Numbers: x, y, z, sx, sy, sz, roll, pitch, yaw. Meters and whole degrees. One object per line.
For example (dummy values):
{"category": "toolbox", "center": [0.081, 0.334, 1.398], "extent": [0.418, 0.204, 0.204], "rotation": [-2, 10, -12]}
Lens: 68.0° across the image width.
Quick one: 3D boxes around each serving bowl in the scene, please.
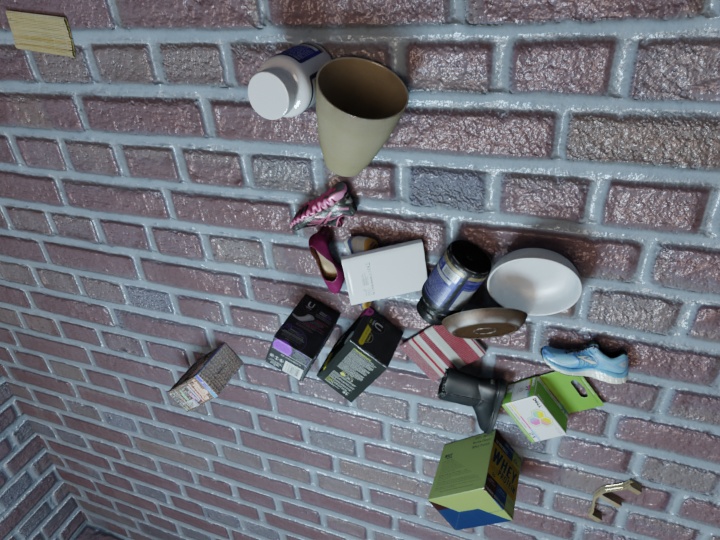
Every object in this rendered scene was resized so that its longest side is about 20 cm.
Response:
{"category": "serving bowl", "center": [0.383, 0.015, 1.180], "extent": [0.198, 0.066, 0.201], "rotation": [11, 143, 8]}

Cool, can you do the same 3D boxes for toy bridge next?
{"category": "toy bridge", "center": [0.696, 0.635, 1.490], "extent": [0.067, 0.027, 0.201], "rotation": [29, 129, 6]}

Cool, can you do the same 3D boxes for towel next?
{"category": "towel", "center": [0.219, 0.209, 1.428], "extent": [0.144, 0.023, 0.200], "rotation": [46, 127, -9]}

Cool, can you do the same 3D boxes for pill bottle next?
{"category": "pill bottle", "center": [-0.140, -0.381, 1.083], "extent": [0.119, 0.200, 0.121], "rotation": [12, 126, 17]}
{"category": "pill bottle", "center": [0.212, 0.035, 1.257], "extent": [0.111, 0.112, 0.201], "rotation": [31, 129, 2]}

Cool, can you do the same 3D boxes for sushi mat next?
{"category": "sushi mat", "center": [-0.819, -0.606, 1.366], "extent": [0.198, 0.012, 0.096], "rotation": [14, 125, 16]}

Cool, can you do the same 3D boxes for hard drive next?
{"category": "hard drive", "center": [0.061, 0.005, 1.303], "extent": [0.198, 0.027, 0.133], "rotation": [-12, 120, -1]}

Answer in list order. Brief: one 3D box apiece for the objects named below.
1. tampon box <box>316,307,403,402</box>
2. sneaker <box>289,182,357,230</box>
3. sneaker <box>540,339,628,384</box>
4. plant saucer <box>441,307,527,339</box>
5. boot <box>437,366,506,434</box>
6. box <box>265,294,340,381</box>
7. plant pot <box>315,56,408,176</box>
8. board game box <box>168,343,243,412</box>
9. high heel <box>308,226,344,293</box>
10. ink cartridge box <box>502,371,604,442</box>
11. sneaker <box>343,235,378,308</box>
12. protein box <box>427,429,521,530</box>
{"category": "tampon box", "center": [-0.002, 0.230, 1.461], "extent": [0.126, 0.150, 0.200], "rotation": [37, 129, -3]}
{"category": "sneaker", "center": [-0.090, -0.134, 1.316], "extent": [0.199, 0.079, 0.095], "rotation": [-23, 121, 36]}
{"category": "sneaker", "center": [0.529, 0.199, 1.261], "extent": [0.198, 0.078, 0.091], "rotation": [8, 107, 14]}
{"category": "plant saucer", "center": [0.292, 0.130, 1.256], "extent": [0.198, 0.032, 0.200], "rotation": [-1, 160, 0]}
{"category": "boot", "center": [0.290, 0.348, 1.438], "extent": [0.166, 0.077, 0.201], "rotation": [11, 129, 9]}
{"category": "box", "center": [-0.157, 0.182, 1.468], "extent": [0.122, 0.200, 0.107], "rotation": [29, 129, 4]}
{"category": "plant pot", "center": [-0.017, -0.299, 1.112], "extent": [0.186, 0.188, 0.201], "rotation": [28, 143, 5]}
{"category": "board game box", "center": [-0.515, 0.358, 1.777], "extent": [0.199, 0.160, 0.097], "rotation": [-31, 106, 36]}
{"category": "high heel", "center": [-0.096, -0.008, 1.380], "extent": [0.067, 0.096, 0.202], "rotation": [0, 121, 25]}
{"category": "ink cartridge box", "center": [0.487, 0.342, 1.355], "extent": [0.199, 0.076, 0.148], "rotation": [-30, 106, 39]}
{"category": "sneaker", "center": [0.000, 0.000, 1.368], "extent": [0.088, 0.075, 0.202], "rotation": [17, 123, 29]}
{"category": "protein box", "center": [0.329, 0.598, 1.522], "extent": [0.198, 0.200, 0.135], "rotation": [-31, 105, 37]}
